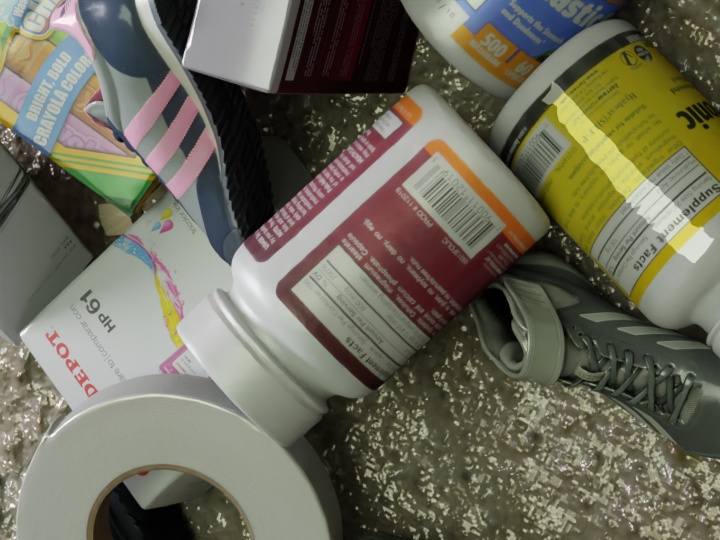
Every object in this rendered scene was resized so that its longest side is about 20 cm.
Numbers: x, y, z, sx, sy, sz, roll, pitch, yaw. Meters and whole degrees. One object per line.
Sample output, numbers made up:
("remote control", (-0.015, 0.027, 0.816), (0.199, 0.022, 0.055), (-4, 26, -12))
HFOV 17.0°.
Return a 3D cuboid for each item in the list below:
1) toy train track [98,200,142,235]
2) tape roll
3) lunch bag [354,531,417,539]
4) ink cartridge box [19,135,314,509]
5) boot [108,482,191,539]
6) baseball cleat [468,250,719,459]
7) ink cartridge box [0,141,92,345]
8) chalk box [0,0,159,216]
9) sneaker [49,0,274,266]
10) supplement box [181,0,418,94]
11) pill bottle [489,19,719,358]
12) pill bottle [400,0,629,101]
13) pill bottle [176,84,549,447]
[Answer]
("toy train track", (-0.167, -0.123, 1.567), (0.115, 0.033, 0.200), (-4, 92, 26))
("tape roll", (-0.112, 0.161, 1.476), (0.203, 0.037, 0.203), (4, 110, 10))
("lunch bag", (0.050, 0.270, 1.427), (0.168, 0.139, 0.200), (12, 99, 25))
("ink cartridge box", (-0.094, 0.034, 1.512), (0.200, 0.085, 0.145), (-42, 76, 22))
("boot", (-0.186, 0.206, 1.573), (0.162, 0.073, 0.198), (-29, 86, 21))
("baseball cleat", (0.144, 0.059, 1.389), (0.200, 0.106, 0.070), (30, 119, 26))
("ink cartridge box", (-0.279, -0.058, 1.513), (0.146, 0.200, 0.086), (27, 71, 34))
("chalk box", (-0.180, -0.146, 1.481), (0.200, 0.125, 0.124), (36, 100, -3))
("sneaker", (-0.112, -0.085, 1.399), (0.082, 0.070, 0.200), (-9, 118, 22))
("supplement box", (-0.023, -0.161, 1.403), (0.061, 0.200, 0.109), (18, 100, 22))
("pill bottle", (0.176, -0.038, 1.365), (0.200, 0.111, 0.111), (48, 111, 15))
("pill bottle", (0.123, -0.201, 1.379), (0.200, 0.112, 0.112), (-43, 75, 22))
("pill bottle", (0.000, 0.000, 1.372), (0.200, 0.114, 0.114), (-42, 75, 2))
